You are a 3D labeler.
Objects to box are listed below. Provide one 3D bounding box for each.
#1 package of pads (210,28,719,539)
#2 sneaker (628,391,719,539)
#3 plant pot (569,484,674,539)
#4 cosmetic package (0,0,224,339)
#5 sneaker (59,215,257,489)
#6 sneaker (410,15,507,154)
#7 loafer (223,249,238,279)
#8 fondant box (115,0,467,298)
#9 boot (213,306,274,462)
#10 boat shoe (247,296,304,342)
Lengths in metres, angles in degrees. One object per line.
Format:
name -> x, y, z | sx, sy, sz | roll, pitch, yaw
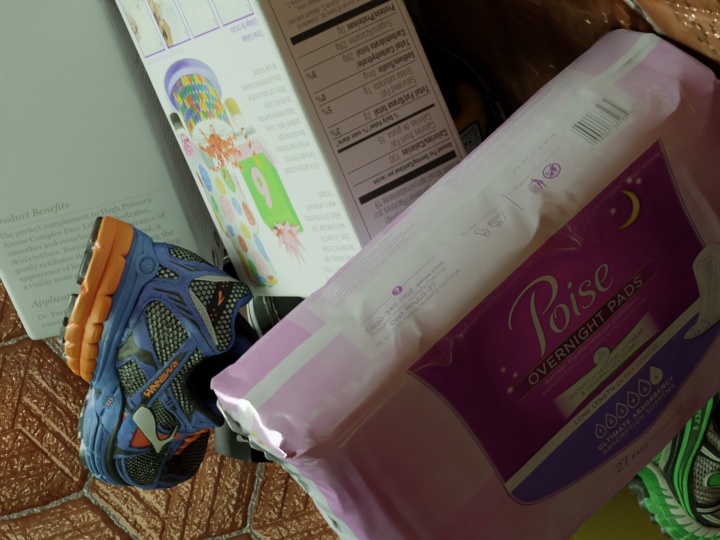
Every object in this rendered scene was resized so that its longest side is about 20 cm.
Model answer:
package of pads -> 0.057, 0.023, 0.629 | 0.076, 0.200, 0.121 | 36, 165, 52
sneaker -> 0.151, 0.067, 0.766 | 0.200, 0.085, 0.079 | 26, -130, -58
plant pot -> 0.072, 0.115, 0.994 | 0.177, 0.199, 0.200 | 52, 171, 11
cosmetic package -> -0.138, -0.072, 0.824 | 0.074, 0.101, 0.201 | -94, -11, -55
sneaker -> -0.084, 0.052, 0.812 | 0.078, 0.076, 0.200 | 15, 155, 7
sneaker -> 0.035, -0.041, 0.784 | 0.200, 0.078, 0.082 | 46, 168, -16
loafer -> -0.019, 0.002, 1.028 | 0.200, 0.070, 0.069 | -5, 104, 46
fondant box -> -0.037, -0.090, 0.698 | 0.144, 0.058, 0.201 | -1, 113, 66
boot -> 0.000, 0.000, 0.876 | 0.068, 0.202, 0.188 | 4, -178, -35
boat shoe -> 0.013, 0.036, 0.763 | 0.200, 0.071, 0.064 | 35, 163, 42
